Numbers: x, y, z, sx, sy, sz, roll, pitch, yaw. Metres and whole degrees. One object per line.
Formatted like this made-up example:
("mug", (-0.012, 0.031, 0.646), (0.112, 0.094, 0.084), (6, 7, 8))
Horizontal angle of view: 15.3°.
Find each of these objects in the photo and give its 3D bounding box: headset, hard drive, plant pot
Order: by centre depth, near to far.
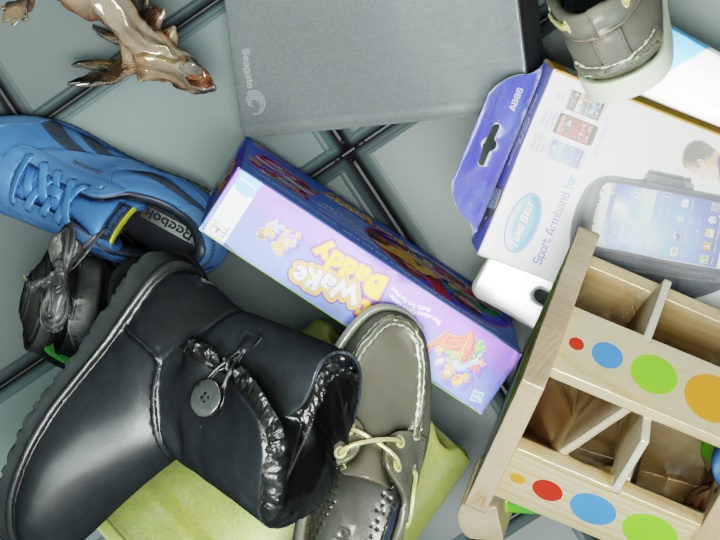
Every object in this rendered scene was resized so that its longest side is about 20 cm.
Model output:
("headset", (-0.154, 0.032, 1.619), (0.123, 0.200, 0.094), (1, 63, 11))
("hard drive", (0.011, -0.159, 1.628), (0.199, 0.033, 0.140), (-4, 98, 28))
("plant pot", (-0.040, 0.138, 1.634), (0.200, 0.200, 0.184), (42, 88, 0))

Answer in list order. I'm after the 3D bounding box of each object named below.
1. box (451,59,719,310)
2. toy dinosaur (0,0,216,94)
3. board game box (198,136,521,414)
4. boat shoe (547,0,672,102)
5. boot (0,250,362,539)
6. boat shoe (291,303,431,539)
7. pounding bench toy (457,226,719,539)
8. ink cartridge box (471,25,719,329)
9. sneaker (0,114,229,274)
("box", (0.157, -0.040, 1.575), (0.199, 0.041, 0.120), (20, 101, -11))
("toy dinosaur", (-0.174, -0.188, 1.653), (0.086, 0.136, 0.201), (-28, 63, 6))
("board game box", (0.000, 0.000, 1.616), (0.199, 0.134, 0.045), (33, 99, -6))
("boat shoe", (0.140, -0.177, 1.559), (0.072, 0.202, 0.060), (-21, 124, 14))
("boot", (-0.102, 0.104, 1.505), (0.168, 0.076, 0.201), (31, 90, 38))
("boat shoe", (0.001, 0.119, 1.524), (0.072, 0.060, 0.203), (16, 87, -11))
("pounding bench toy", (0.155, 0.107, 1.553), (0.155, 0.125, 0.200), (23, 139, 2))
("ink cartridge box", (0.161, -0.051, 1.638), (0.115, 0.067, 0.201), (29, 98, 1))
("sneaker", (-0.175, -0.048, 1.673), (0.199, 0.078, 0.066), (20, 100, 5))
